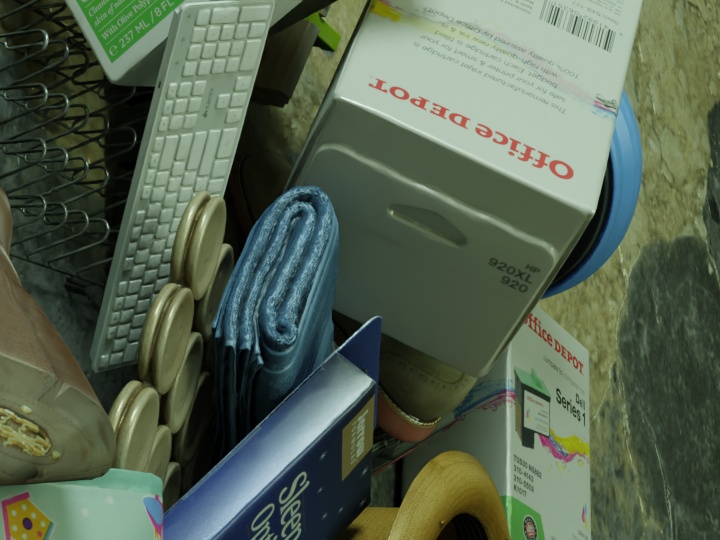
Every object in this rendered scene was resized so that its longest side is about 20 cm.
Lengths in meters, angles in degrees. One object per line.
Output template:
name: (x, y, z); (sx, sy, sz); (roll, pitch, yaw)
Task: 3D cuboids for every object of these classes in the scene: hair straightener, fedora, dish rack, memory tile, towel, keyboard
hair straightener: (0.006, 0.097, 1.123); (0.041, 0.077, 0.200); (58, 29, 12)
fedora: (0.016, 0.194, 1.005); (0.200, 0.081, 0.202); (-19, 112, -59)
dish rack: (-0.148, -0.071, 0.909); (0.200, 0.054, 0.154); (24, 58, -58)
memory tile: (-0.089, 0.063, 0.902); (0.200, 0.017, 0.154); (88, 17, -64)
towel: (-0.046, 0.053, 0.961); (0.200, 0.048, 0.112); (93, 13, -52)
keyboard: (-0.087, -0.038, 0.886); (0.056, 0.011, 0.201); (-7, 127, -39)

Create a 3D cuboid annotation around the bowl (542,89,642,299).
bowl: (0.080, -0.069, 1.184); (0.039, 0.200, 0.201); (-43, 118, -58)

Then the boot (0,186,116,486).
boot: (-0.179, -0.014, 0.701); (0.186, 0.064, 0.200); (37, 16, -41)

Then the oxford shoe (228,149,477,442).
oxford shoe: (0.000, 0.000, 1.084); (0.200, 0.075, 0.070); (52, 33, 7)

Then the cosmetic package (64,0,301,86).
cosmetic package: (-0.111, -0.201, 0.901); (0.200, 0.107, 0.085); (58, 26, 11)

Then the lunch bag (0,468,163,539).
lunch bag: (-0.172, 0.155, 0.709); (0.200, 0.122, 0.171); (20, 64, -51)

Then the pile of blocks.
pile of blocks: (-0.040, -0.183, 1.127); (0.062, 0.082, 0.201); (34, 50, -54)

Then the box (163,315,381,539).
box: (-0.046, 0.120, 0.905); (0.200, 0.032, 0.121); (-44, 156, -27)

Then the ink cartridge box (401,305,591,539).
ink cartridge box: (0.096, 0.127, 1.271); (0.145, 0.084, 0.201); (38, 47, -52)

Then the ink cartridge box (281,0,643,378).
ink cartridge box: (0.051, -0.077, 1.022); (0.147, 0.145, 0.200); (24, 44, -3)

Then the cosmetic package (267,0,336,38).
cosmetic package: (-0.042, -0.195, 0.988); (0.073, 0.200, 0.104); (1, 77, -36)
